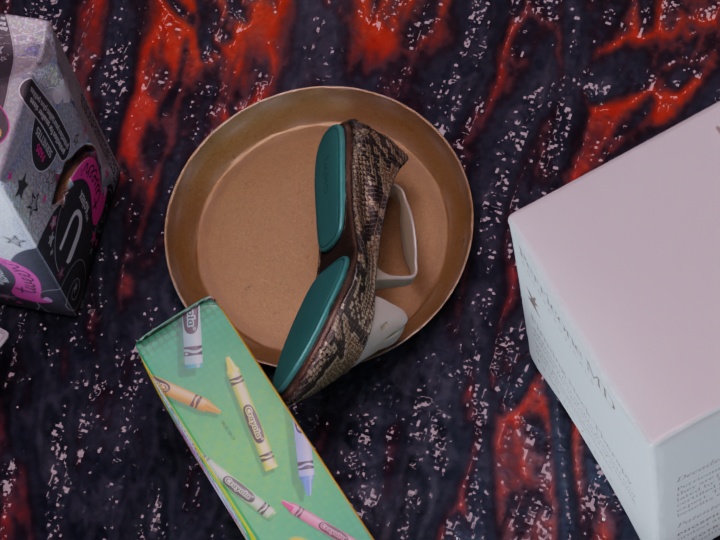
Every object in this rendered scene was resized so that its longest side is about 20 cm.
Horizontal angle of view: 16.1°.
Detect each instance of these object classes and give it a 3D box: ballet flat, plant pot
[{"bbox_3d":[0.000,0.000,1.560,0.075,0.068,0.201,22,58,-20],"label":"ballet flat"},{"bbox_3d":[-0.026,-0.024,1.626,0.198,0.028,0.201,-3,65,5],"label":"plant pot"}]

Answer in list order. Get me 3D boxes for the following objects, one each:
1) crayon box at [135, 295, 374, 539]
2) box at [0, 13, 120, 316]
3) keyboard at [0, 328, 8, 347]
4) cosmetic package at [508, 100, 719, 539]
[{"bbox_3d":[-0.053,0.126,1.507,0.058,0.119,0.200,-31,65,-7],"label":"crayon box"},{"bbox_3d":[-0.240,-0.067,1.578,0.131,0.200,0.115,10,68,12],"label":"box"},{"bbox_3d":[-0.312,0.023,1.615,0.199,0.011,0.056,25,72,28],"label":"keyboard"},{"bbox_3d":[0.199,0.036,1.471,0.166,0.200,0.168,-27,64,-6],"label":"cosmetic package"}]
